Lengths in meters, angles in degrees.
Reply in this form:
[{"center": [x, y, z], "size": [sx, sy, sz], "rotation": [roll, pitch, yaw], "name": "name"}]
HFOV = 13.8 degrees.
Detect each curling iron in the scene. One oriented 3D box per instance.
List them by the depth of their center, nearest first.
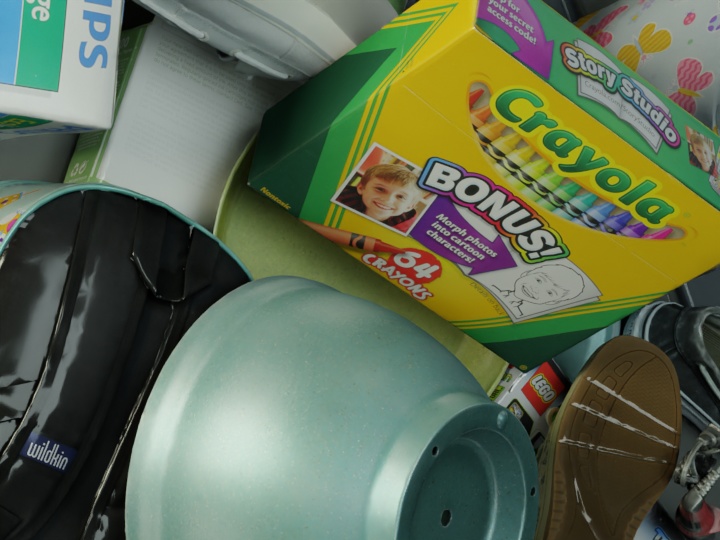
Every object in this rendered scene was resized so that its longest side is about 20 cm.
[{"center": [0.196, 0.132, 1.673], "size": [0.026, 0.200, 0.050], "rotation": [31, 78, 16], "name": "curling iron"}]

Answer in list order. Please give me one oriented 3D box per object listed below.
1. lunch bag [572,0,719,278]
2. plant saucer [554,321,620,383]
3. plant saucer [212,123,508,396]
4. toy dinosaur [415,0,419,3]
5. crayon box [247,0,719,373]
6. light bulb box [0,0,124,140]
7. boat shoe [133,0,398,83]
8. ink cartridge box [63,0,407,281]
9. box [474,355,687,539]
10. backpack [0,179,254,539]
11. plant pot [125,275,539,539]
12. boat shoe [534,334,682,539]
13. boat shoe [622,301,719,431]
[{"center": [0.186, -0.067, 1.649], "size": [0.127, 0.170, 0.200], "rotation": [38, 48, -23], "name": "lunch bag"}, {"center": [0.075, 0.024, 1.683], "size": [0.200, 0.036, 0.200], "rotation": [2, 87, -31], "name": "plant saucer"}, {"center": [0.000, 0.000, 1.590], "size": [0.200, 0.031, 0.200], "rotation": [2, 86, -32], "name": "plant saucer"}, {"center": [0.064, -0.121, 1.627], "size": [0.077, 0.200, 0.102], "rotation": [-4, 79, 5], "name": "toy dinosaur"}, {"center": [0.075, -0.048, 1.517], "size": [0.200, 0.173, 0.058], "rotation": [34, 46, -26], "name": "crayon box"}, {"center": [-0.240, -0.133, 1.410], "size": [0.200, 0.198, 0.125], "rotation": [7, 86, -29], "name": "light bulb box"}, {"center": [-0.048, -0.130, 1.523], "size": [0.200, 0.069, 0.072], "rotation": [22, 45, -48], "name": "boat shoe"}, {"center": [-0.063, -0.101, 1.602], "size": [0.146, 0.048, 0.200], "rotation": [26, 71, -27], "name": "ink cartridge box"}, {"center": [0.110, 0.145, 1.669], "size": [0.110, 0.035, 0.200], "rotation": [-48, 122, -19], "name": "box"}, {"center": [-0.152, 0.054, 1.477], "size": [0.176, 0.153, 0.200], "rotation": [27, 85, -27], "name": "backpack"}, {"center": [0.002, 0.110, 1.447], "size": [0.200, 0.134, 0.200], "rotation": [-16, 111, -50], "name": "plant pot"}, {"center": [0.118, 0.129, 1.610], "size": [0.073, 0.063, 0.200], "rotation": [27, 66, -14], "name": "boat shoe"}, {"center": [0.242, 0.078, 1.754], "size": [0.200, 0.071, 0.072], "rotation": [27, 73, -33], "name": "boat shoe"}]
